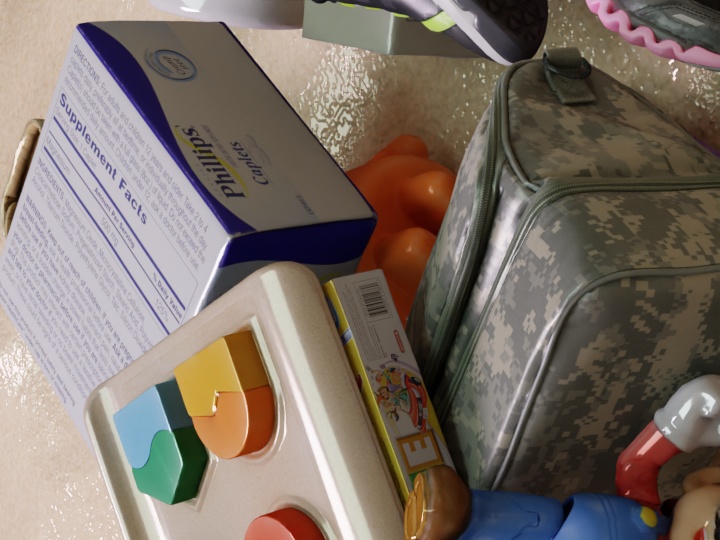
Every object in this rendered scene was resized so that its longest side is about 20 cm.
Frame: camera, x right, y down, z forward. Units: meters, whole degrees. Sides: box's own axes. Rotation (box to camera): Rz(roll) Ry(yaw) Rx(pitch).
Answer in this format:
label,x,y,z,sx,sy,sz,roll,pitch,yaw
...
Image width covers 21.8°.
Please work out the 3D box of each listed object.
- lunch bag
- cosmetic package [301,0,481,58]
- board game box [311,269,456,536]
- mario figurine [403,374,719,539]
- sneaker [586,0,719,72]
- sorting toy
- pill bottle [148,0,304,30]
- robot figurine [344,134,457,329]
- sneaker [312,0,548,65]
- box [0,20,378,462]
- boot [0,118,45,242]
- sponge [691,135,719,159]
label,x,y,z,sx,sy,sz,roll,pitch,yaw
lunch bag,0.098,0.016,0.909,0.168,0.139,0.201,-115,31,-42
cosmetic package,0.037,-0.223,1.044,0.087,0.103,0.201,18,105,49
board game box,-0.006,0.117,0.908,0.134,0.034,0.201,-32,75,47
mario figurine,0.124,0.119,0.813,0.106,0.199,0.124,-115,24,-62
sneaker,0.147,-0.174,0.943,0.200,0.079,0.096,49,117,35
sorting toy,-0.062,0.114,0.916,0.200,0.036,0.186,-32,74,46
pill bottle,-0.068,-0.258,1.162,0.114,0.114,0.201,25,112,47
robot figurine,0.001,-0.001,1.099,0.200,0.116,0.145,-17,82,51
sneaker,0.010,-0.166,0.973,0.200,0.072,0.083,42,134,9
box,-0.105,-0.008,1.053,0.184,0.105,0.201,52,133,33
boot,-0.171,-0.008,1.279,0.073,0.155,0.201,28,115,46
sponge,0.138,0.016,0.996,0.111,0.030,0.201,37,121,44
